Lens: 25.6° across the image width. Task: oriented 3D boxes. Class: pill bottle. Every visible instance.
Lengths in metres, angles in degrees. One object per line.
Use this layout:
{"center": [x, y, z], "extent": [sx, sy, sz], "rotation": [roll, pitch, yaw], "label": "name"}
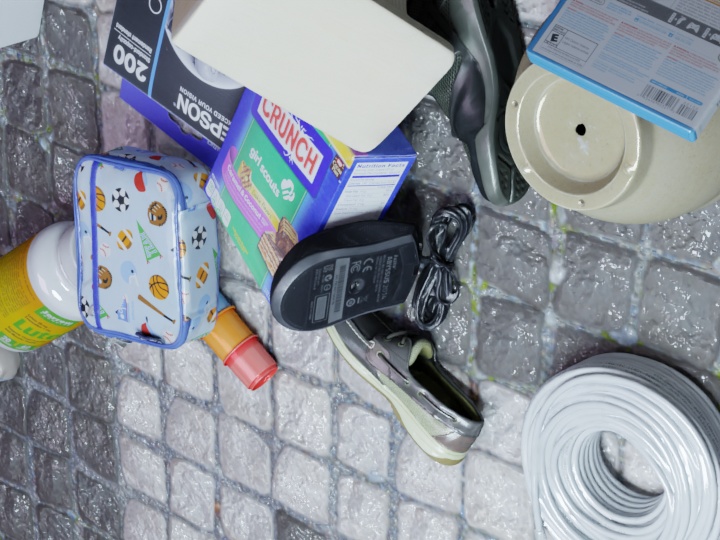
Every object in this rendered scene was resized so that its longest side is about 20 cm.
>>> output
{"center": [-0.336, 0.011, 1.755], "extent": [0.199, 0.111, 0.112], "rotation": [-26, 91, 45], "label": "pill bottle"}

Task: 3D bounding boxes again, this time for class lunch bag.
{"center": [-0.221, -0.019, 1.595], "extent": [0.159, 0.075, 0.202], "rotation": [13, 110, 29], "label": "lunch bag"}

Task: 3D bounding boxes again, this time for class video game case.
{"center": [0.230, -0.202, 1.126], "extent": [0.142, 0.201, 0.018], "rotation": [30, 169, 28], "label": "video game case"}

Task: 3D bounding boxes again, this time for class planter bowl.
{"center": [0.195, -0.121, 1.211], "extent": [0.199, 0.134, 0.202], "rotation": [18, 120, 34], "label": "planter bowl"}

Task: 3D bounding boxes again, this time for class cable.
{"center": [0.229, 0.170, 1.356], "extent": [0.199, 0.069, 0.202], "rotation": [-4, 105, 41], "label": "cable"}

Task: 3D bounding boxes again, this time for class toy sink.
{"center": [-0.036, -0.214, 1.297], "extent": [0.199, 0.113, 0.130], "rotation": [27, 128, -25], "label": "toy sink"}

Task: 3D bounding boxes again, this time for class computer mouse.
{"center": [0.000, 0.000, 1.408], "extent": [0.053, 0.198, 0.140], "rotation": [50, 139, 41], "label": "computer mouse"}

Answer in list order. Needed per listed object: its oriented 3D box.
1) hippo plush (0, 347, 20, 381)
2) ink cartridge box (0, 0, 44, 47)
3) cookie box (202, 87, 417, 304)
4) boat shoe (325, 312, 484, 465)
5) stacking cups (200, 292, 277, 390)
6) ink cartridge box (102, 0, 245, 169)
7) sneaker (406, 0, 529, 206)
{"center": [-0.537, 0.107, 1.940], "extent": [0.199, 0.160, 0.160], "rotation": [-33, 86, 44], "label": "hippo plush"}
{"center": [-0.449, -0.341, 1.674], "extent": [0.199, 0.146, 0.147], "rotation": [37, 130, 23], "label": "ink cartridge box"}
{"center": [-0.052, -0.091, 1.455], "extent": [0.172, 0.075, 0.201], "rotation": [57, 136, 31], "label": "cookie box"}
{"center": [0.044, 0.088, 1.488], "extent": [0.201, 0.072, 0.066], "rotation": [51, 120, 17], "label": "boat shoe"}
{"center": [-0.161, 0.038, 1.659], "extent": [0.200, 0.060, 0.061], "rotation": [48, 133, 8], "label": "stacking cups"}
{"center": [-0.169, -0.199, 1.563], "extent": [0.197, 0.043, 0.201], "rotation": [36, 130, 24], "label": "ink cartridge box"}
{"center": [0.085, -0.151, 1.339], "extent": [0.114, 0.076, 0.202], "rotation": [-7, 101, 45], "label": "sneaker"}
